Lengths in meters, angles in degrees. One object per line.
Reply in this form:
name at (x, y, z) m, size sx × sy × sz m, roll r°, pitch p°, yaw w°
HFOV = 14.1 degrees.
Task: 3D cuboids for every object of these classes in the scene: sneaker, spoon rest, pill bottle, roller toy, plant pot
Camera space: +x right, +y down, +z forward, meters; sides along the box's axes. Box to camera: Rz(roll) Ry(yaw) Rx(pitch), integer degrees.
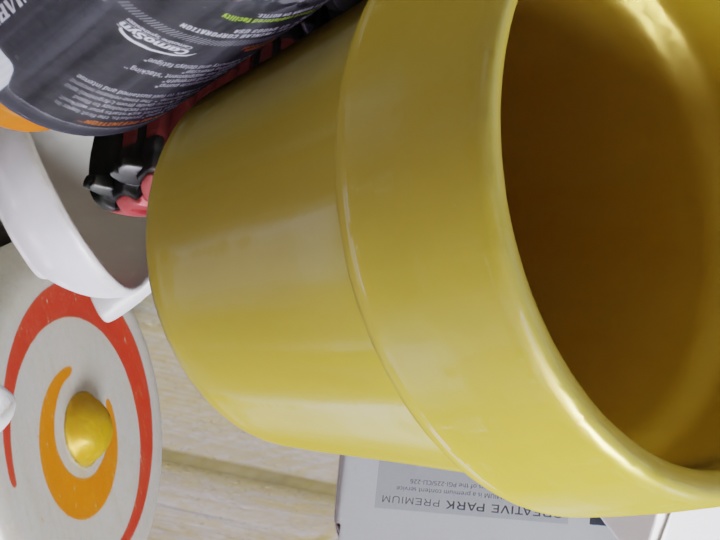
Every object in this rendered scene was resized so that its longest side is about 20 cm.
sneaker at (-0.025, -0.059, 1.126) m, size 0.098 × 0.071 × 0.200 m, roll 19°, pitch 158°, yaw -28°
spoon rest at (-0.113, -0.025, 1.240) m, size 0.061 × 0.100 × 0.200 m, roll -27°, pitch 168°, yaw 1°
pill bottle at (-0.075, -0.108, 0.961) m, size 0.106 × 0.107 × 0.200 m, roll 17°, pitch 156°, yaw -26°
roller toy at (-0.180, 0.080, 1.367) m, size 0.139 × 0.200 × 0.182 m, roll -5°, pitch 151°, yaw 25°
plant pot at (0.037, -0.017, 0.942) m, size 0.189 × 0.201 × 0.201 m, roll -10°, pitch 153°, yaw 43°

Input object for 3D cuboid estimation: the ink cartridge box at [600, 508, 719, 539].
ink cartridge box at (0.180, 0.055, 1.195) m, size 0.200 × 0.084 × 0.145 m, roll 4°, pitch -154°, yaw -26°

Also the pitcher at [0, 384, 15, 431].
pitcher at (-0.233, -0.003, 1.164) m, size 0.171 × 0.121 × 0.200 m, roll 21°, pitch 162°, yaw 26°

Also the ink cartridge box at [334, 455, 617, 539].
ink cartridge box at (0.091, 0.095, 1.342) m, size 0.199 × 0.176 × 0.084 m, roll 5°, pitch 160°, yaw 6°
